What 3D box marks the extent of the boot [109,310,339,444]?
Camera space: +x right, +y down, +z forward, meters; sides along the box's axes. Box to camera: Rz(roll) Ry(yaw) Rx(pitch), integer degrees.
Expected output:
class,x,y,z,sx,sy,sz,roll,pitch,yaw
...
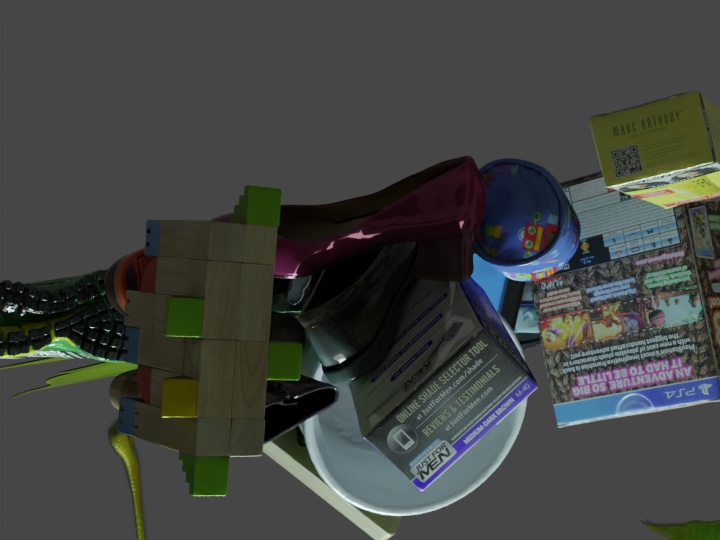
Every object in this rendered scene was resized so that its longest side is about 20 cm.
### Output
class,x,y,z,sx,sy,sz,roll,pitch,yaw
boot,-0.074,0.086,1.173,0.166,0.073,0.200,9,-158,43

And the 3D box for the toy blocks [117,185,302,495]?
class,x,y,z,sx,sy,sz,roll,pitch,yaw
toy blocks,-0.116,0.042,1.045,0.100,0.201,0.137,4,180,-32

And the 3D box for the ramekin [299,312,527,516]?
class,x,y,z,sx,sy,sz,roll,pitch,yaw
ramekin,0.034,0.097,1.305,0.200,0.201,0.098,-9,-160,-17

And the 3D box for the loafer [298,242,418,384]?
class,x,y,z,sx,sy,sz,roll,pitch,yaw
loafer,0.000,0.000,1.128,0.072,0.063,0.200,-28,-156,25

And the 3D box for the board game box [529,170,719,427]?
class,x,y,z,sx,sy,sz,roll,pitch,yaw
board game box,0.234,0.017,1.272,0.159,0.201,0.097,-15,173,41

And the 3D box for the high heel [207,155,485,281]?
class,x,y,z,sx,sy,sz,roll,pitch,yaw
high heel,-0.013,-0.047,1.068,0.199,0.096,0.068,2,-144,3

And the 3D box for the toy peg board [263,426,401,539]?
class,x,y,z,sx,sy,sz,roll,pitch,yaw
toy peg board,0.001,0.113,1.461,0.098,0.200,0.199,-43,-168,38

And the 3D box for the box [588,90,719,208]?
class,x,y,z,sx,sy,sz,roll,pitch,yaw
box,0.217,-0.079,1.045,0.075,0.050,0.200,-13,174,20

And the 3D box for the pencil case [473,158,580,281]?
class,x,y,z,sx,sy,sz,roll,pitch,yaw
pencil case,0.121,-0.036,1.167,0.086,0.078,0.200,-3,176,10

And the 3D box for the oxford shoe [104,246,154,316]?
class,x,y,z,sx,sy,sz,roll,pitch,yaw
oxford shoe,-0.167,0.018,1.216,0.072,0.072,0.200,-7,176,14

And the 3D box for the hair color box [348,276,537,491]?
class,x,y,z,sx,sy,sz,roll,pitch,yaw
hair color box,0.049,0.062,1.093,0.109,0.065,0.200,-43,-164,8

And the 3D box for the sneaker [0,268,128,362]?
class,x,y,z,sx,sy,sz,roll,pitch,yaw
sneaker,-0.256,0.038,1.286,0.199,0.078,0.085,4,174,-34

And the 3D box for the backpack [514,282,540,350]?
class,x,y,z,sx,sy,sz,roll,pitch,yaw
backpack,0.117,0.031,1.612,0.199,0.154,0.163,14,165,-15

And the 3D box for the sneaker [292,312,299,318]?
class,x,y,z,sx,sy,sz,roll,pitch,yaw
sneaker,-0.088,0.022,1.424,0.078,0.080,0.200,-12,-161,24

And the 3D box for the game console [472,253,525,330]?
class,x,y,z,sx,sy,sz,roll,pitch,yaw
game console,0.112,0.010,1.411,0.199,0.117,0.176,-7,174,-38

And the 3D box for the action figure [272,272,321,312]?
class,x,y,z,sx,sy,sz,roll,pitch,yaw
action figure,-0.062,0.004,1.273,0.118,0.055,0.200,3,-174,1
